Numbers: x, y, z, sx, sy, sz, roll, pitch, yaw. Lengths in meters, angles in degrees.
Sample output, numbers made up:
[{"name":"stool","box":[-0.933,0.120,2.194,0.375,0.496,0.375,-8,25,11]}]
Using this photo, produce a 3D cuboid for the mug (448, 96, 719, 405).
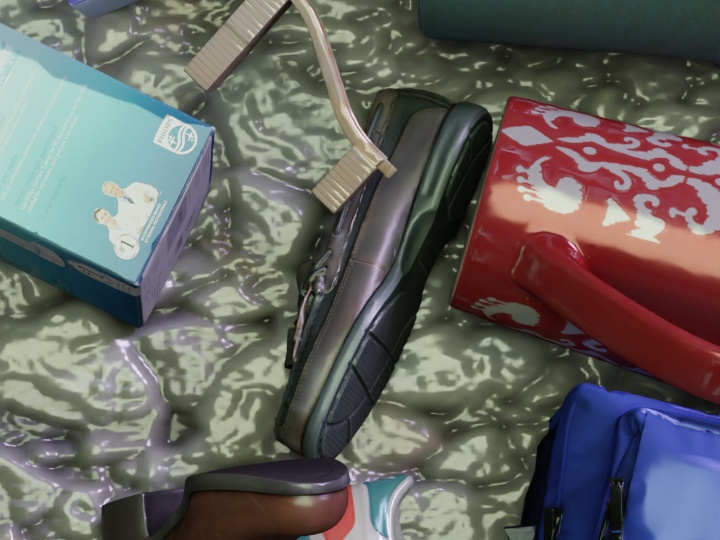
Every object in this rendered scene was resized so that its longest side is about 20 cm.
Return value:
[{"name":"mug","box":[0.152,-0.008,1.105,0.199,0.178,0.134,17,88,3]}]

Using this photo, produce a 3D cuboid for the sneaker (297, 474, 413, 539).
[{"name":"sneaker","box":[0.032,0.192,1.113,0.093,0.070,0.200,-28,82,-2]}]

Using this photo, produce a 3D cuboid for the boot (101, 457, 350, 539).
[{"name":"boot","box":[-0.052,0.192,1.056,0.068,0.188,0.201,-3,78,-43]}]

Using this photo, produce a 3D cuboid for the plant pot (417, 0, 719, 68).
[{"name":"plant pot","box":[0.125,-0.189,1.125,0.195,0.200,0.201,0,82,4]}]

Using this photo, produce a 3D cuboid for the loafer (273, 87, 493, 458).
[{"name":"loafer","box":[0.000,0.000,1.149,0.063,0.072,0.200,21,73,19]}]

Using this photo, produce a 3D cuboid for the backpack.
[{"name":"backpack","box":[0.140,0.165,1.080,0.162,0.168,0.201,14,83,7]}]

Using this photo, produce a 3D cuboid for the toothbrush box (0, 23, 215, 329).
[{"name":"toothbrush box","box":[-0.175,-0.060,1.096,0.199,0.146,0.086,25,80,1]}]

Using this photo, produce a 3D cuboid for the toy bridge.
[{"name":"toy bridge","box":[-0.056,-0.115,1.118,0.200,0.027,0.067,43,99,2]}]

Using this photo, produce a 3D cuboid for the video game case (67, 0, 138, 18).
[{"name":"video game case","box":[-0.090,-0.252,1.159,0.181,0.045,0.201,-20,84,8]}]
